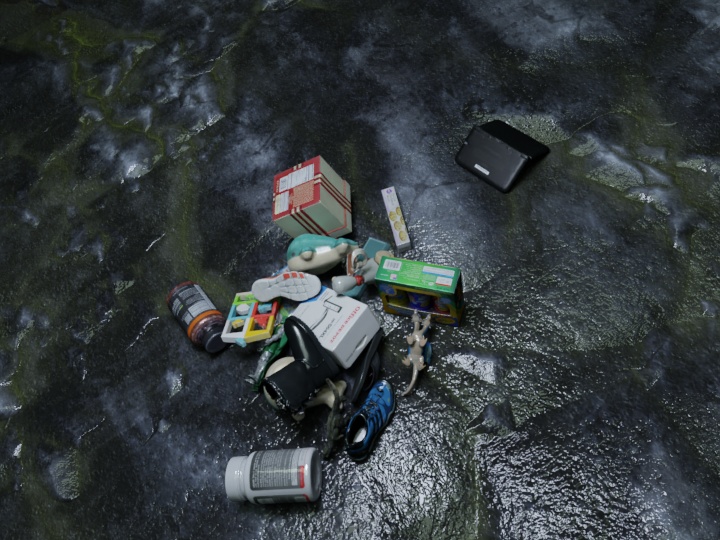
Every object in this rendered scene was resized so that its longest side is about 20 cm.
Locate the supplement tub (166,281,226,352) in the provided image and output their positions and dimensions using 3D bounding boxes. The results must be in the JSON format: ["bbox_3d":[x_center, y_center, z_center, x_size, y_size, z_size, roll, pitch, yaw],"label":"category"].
[{"bbox_3d":[-0.428,0.127,1.680,0.107,0.107,0.200,-38,59,-11],"label":"supplement tub"}]

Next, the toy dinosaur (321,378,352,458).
[{"bbox_3d":[-0.052,0.336,1.457,0.047,0.088,0.203,10,103,31],"label":"toy dinosaur"}]

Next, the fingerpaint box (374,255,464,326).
[{"bbox_3d":[0.148,0.053,1.547,0.197,0.168,0.074,11,61,18],"label":"fingerpaint box"}]

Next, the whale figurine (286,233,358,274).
[{"bbox_3d":[-0.104,-0.056,1.663,0.198,0.158,0.105,-20,75,31],"label":"whale figurine"}]

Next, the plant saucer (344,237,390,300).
[{"bbox_3d":[0.007,-0.005,1.706,0.069,0.019,0.201,21,65,24],"label":"plant saucer"}]

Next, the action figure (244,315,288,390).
[{"bbox_3d":[-0.227,0.198,1.600,0.054,0.118,0.201,33,56,-10],"label":"action figure"}]

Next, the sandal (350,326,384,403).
[{"bbox_3d":[0.027,0.231,1.529,0.047,0.075,0.202,24,64,-2],"label":"sandal"}]

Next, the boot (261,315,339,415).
[{"bbox_3d":[-0.158,0.221,1.458,0.162,0.073,0.199,-35,82,-32],"label":"boot"}]

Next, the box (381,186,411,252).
[{"bbox_3d":[0.099,-0.143,1.753,0.041,0.039,0.202,-14,57,3],"label":"box"}]

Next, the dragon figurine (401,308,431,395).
[{"bbox_3d":[0.139,0.197,1.522,0.058,0.099,0.203,4,94,16],"label":"dragon figurine"}]

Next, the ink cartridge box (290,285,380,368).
[{"bbox_3d":[-0.071,0.134,1.569,0.199,0.085,0.146,19,63,44],"label":"ink cartridge box"}]

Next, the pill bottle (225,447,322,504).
[{"bbox_3d":[-0.193,0.462,1.415,0.197,0.114,0.115,-6,58,10],"label":"pill bottle"}]

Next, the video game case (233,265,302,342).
[{"bbox_3d":[-0.231,0.083,1.710,0.199,0.018,0.143,-35,57,-8],"label":"video game case"}]

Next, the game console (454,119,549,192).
[{"bbox_3d":[0.403,-0.331,1.805,0.200,0.116,0.177,39,104,30],"label":"game console"}]

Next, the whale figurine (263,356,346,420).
[{"bbox_3d":[-0.137,0.291,1.530,0.197,0.104,0.161,13,59,-7],"label":"whale figurine"}]

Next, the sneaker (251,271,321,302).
[{"bbox_3d":[-0.185,0.032,1.638,0.197,0.078,0.082,-3,14,23],"label":"sneaker"}]

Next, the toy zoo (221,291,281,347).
[{"bbox_3d":[-0.282,0.124,1.633,0.129,0.021,0.201,-7,37,10],"label":"toy zoo"}]

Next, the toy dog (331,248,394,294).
[{"bbox_3d":[0.000,0.000,1.614,0.096,0.199,0.133,31,105,41],"label":"toy dog"}]

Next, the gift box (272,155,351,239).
[{"bbox_3d":[-0.138,-0.182,1.753,0.198,0.187,0.187,-15,57,28],"label":"gift box"}]

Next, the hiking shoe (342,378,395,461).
[{"bbox_3d":[0.025,0.337,1.452,0.074,0.087,0.202,15,64,21],"label":"hiking shoe"}]
